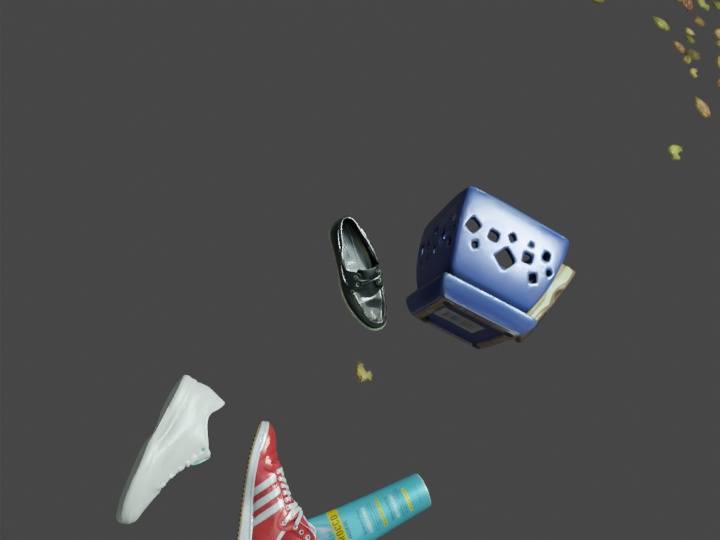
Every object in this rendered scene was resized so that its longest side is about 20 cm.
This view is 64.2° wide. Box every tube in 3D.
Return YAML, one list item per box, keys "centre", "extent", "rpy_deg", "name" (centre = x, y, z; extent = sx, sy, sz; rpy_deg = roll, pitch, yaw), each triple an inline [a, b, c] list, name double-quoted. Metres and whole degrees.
- centre: [0.007, 0.365, 0.840]
  extent: [0.197, 0.051, 0.078]
  rpy_deg: [-21, 68, -18]
  name: "tube"

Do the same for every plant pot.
- centre: [0.195, 0.012, 0.955]
  extent: [0.197, 0.200, 0.182]
  rpy_deg: [26, 70, -8]
  name: "plant pot"

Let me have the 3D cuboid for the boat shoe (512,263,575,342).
- centre: [0.317, 0.049, 1.058]
  extent: [0.076, 0.072, 0.200]
  rpy_deg: [38, 54, 15]
  name: "boat shoe"

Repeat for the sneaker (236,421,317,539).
- centre: [-0.107, 0.316, 0.792]
  extent: [0.110, 0.071, 0.204]
  rpy_deg: [5, 75, -2]
  name: "sneaker"

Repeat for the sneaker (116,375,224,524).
- centre: [-0.251, 0.251, 0.782]
  extent: [0.088, 0.075, 0.202]
  rpy_deg: [32, 61, -17]
  name: "sneaker"

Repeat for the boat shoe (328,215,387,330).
- centre: [0.002, -0.001, 0.962]
  extent: [0.073, 0.066, 0.203]
  rpy_deg: [-9, 73, -22]
  name: "boat shoe"
